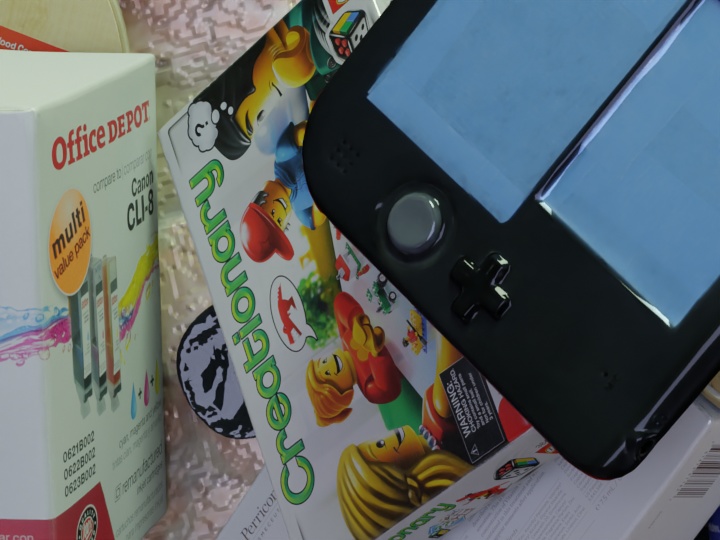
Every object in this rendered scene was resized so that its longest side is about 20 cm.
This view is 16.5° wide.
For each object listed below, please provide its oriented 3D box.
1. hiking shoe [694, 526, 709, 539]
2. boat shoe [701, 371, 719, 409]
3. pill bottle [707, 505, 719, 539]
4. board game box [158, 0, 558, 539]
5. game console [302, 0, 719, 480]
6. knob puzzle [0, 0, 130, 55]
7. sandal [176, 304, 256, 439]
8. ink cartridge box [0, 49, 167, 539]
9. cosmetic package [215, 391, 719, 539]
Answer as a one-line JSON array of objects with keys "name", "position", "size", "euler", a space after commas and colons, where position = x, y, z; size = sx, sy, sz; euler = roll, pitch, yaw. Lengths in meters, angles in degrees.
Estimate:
[{"name": "hiking shoe", "position": [0.099, 0.125, 0.980], "size": [0.086, 0.074, 0.201], "euler": [-9, 87, 34]}, {"name": "boat shoe", "position": [0.094, -0.026, 0.905], "size": [0.201, 0.073, 0.063], "euler": [45, 130, 42]}, {"name": "pill bottle", "position": [0.182, 0.039, 0.930], "size": [0.115, 0.116, 0.201], "euler": [-6, 88, 12]}, {"name": "board game box", "position": [0.000, 0.000, 0.921], "size": [0.126, 0.035, 0.201], "euler": [-39, 60, 36]}, {"name": "game console", "position": [0.086, -0.059, 0.816], "size": [0.200, 0.031, 0.177], "euler": [-51, 57, 12]}, {"name": "knob puzzle", "position": [-0.177, -0.085, 1.040], "size": [0.219, 0.030, 0.220], "euler": [3, 103, 14]}, {"name": "sandal", "position": [0.011, 0.001, 1.001], "size": [0.200, 0.048, 0.075], "euler": [-39, 82, 9]}, {"name": "ink cartridge box", "position": [-0.164, 0.018, 0.968], "size": [0.144, 0.145, 0.201], "euler": [2, 104, 13]}, {"name": "cosmetic package", "position": [0.044, 0.083, 0.939], "size": [0.151, 0.052, 0.200], "euler": [48, 116, 32]}]
